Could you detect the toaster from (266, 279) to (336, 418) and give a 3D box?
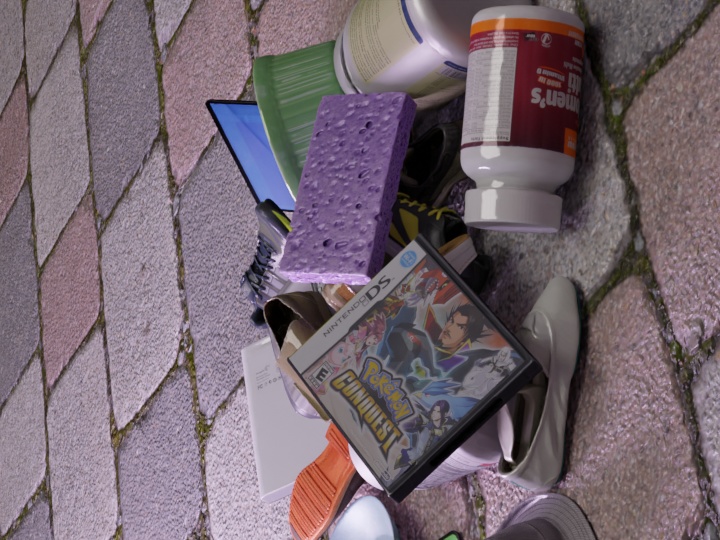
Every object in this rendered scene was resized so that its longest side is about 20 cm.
[{"bbox_3d":[-0.028,0.061,1.854,0.129,0.113,0.201,-53,41,39],"label":"toaster"}]

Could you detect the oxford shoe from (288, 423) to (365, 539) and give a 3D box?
[{"bbox_3d":[-0.016,0.230,1.828,0.071,0.073,0.201,53,125,36],"label":"oxford shoe"}]

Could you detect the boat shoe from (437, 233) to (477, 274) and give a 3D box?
[{"bbox_3d":[0.052,0.051,1.631,0.200,0.069,0.071,-46,3,1],"label":"boat shoe"}]

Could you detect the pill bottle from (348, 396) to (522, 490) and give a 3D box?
[{"bbox_3d":[0.073,0.153,1.628,0.200,0.113,0.115,-33,55,56],"label":"pill bottle"}]

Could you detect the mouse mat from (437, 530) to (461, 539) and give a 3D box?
[{"bbox_3d":[0.076,0.384,1.686,0.161,0.007,0.201,-45,44,50],"label":"mouse mat"}]

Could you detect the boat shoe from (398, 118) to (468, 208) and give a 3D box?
[{"bbox_3d":[0.066,-0.108,1.758,0.201,0.066,0.072,-41,49,53],"label":"boat shoe"}]

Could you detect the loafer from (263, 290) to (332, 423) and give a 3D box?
[{"bbox_3d":[-0.052,0.094,1.717,0.200,0.067,0.076,57,132,50],"label":"loafer"}]

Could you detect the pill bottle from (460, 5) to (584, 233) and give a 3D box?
[{"bbox_3d":[0.151,-0.140,1.552,0.109,0.109,0.202,-4,81,63],"label":"pill bottle"}]

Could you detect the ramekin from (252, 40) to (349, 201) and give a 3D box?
[{"bbox_3d":[-0.038,-0.159,1.843,0.200,0.097,0.201,-19,-90,-80],"label":"ramekin"}]

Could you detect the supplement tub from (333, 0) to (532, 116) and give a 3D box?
[{"bbox_3d":[0.070,-0.245,1.699,0.200,0.144,0.146,-30,58,58],"label":"supplement tub"}]

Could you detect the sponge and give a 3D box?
[{"bbox_3d":[-0.012,-0.085,1.675,0.111,0.030,0.201,0,69,36],"label":"sponge"}]

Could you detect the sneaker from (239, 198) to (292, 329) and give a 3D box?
[{"bbox_3d":[-0.104,0.000,1.971,0.074,0.081,0.201,45,155,40],"label":"sneaker"}]

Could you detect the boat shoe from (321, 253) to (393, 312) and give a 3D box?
[{"bbox_3d":[0.000,0.000,1.756,0.068,0.075,0.200,-42,-5,10],"label":"boat shoe"}]

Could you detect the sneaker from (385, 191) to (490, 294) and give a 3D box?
[{"bbox_3d":[0.066,-0.044,1.710,0.200,0.074,0.085,52,121,17],"label":"sneaker"}]

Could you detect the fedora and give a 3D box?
[{"bbox_3d":[0.130,0.299,1.507,0.201,0.090,0.178,-60,35,38],"label":"fedora"}]

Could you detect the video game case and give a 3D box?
[{"bbox_3d":[0.046,0.087,1.537,0.181,0.025,0.200,-43,50,3],"label":"video game case"}]

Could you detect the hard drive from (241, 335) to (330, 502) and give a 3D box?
[{"bbox_3d":[-0.074,0.159,1.953,0.131,0.027,0.201,-26,55,24],"label":"hard drive"}]

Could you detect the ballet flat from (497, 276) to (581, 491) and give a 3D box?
[{"bbox_3d":[0.161,0.103,1.522,0.069,0.069,0.202,3,86,63],"label":"ballet flat"}]

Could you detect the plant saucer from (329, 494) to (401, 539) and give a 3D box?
[{"bbox_3d":[0.007,0.346,1.779,0.201,0.038,0.202,-49,33,48],"label":"plant saucer"}]

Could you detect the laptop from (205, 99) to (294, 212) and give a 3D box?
[{"bbox_3d":[-0.105,-0.099,1.953,0.201,0.103,0.178,-97,-16,-52],"label":"laptop"}]
